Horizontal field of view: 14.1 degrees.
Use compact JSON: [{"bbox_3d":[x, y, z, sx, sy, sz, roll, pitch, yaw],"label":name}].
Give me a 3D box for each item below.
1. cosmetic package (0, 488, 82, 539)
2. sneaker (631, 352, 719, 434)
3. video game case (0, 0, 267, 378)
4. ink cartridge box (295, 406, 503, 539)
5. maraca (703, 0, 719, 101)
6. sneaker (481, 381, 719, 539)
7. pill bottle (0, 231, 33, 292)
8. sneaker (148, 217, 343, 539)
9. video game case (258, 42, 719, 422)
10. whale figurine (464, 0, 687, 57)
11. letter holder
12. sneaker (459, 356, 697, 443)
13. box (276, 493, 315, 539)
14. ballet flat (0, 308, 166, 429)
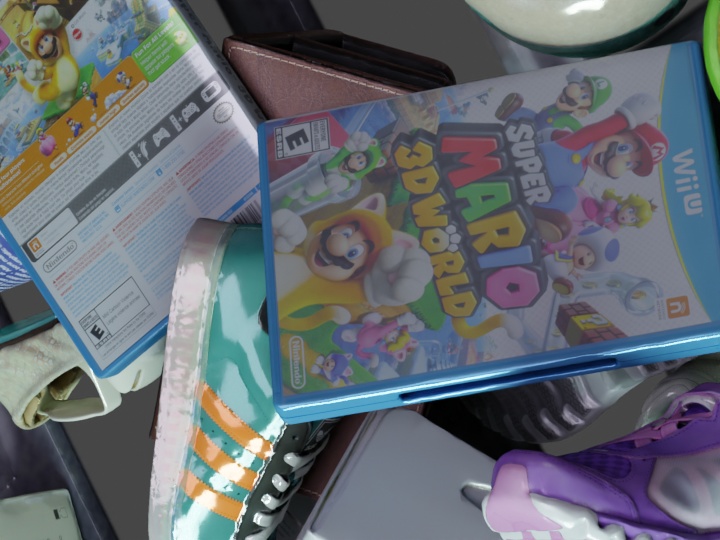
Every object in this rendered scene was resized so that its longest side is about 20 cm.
[{"bbox_3d":[-0.248,0.185,1.552,0.199,0.103,0.088,-18,85,32],"label":"cosmetic package"},{"bbox_3d":[0.134,0.133,1.325,0.075,0.092,0.201,14,102,29],"label":"sneaker"},{"bbox_3d":[-0.125,-0.071,1.375,0.143,0.018,0.201,-39,79,23],"label":"video game case"},{"bbox_3d":[0.025,0.170,1.325,0.145,0.084,0.200,29,142,3],"label":"ink cartridge box"},{"bbox_3d":[0.239,-0.121,1.234,0.200,0.107,0.137,-37,88,3],"label":"maraca"},{"bbox_3d":[0.137,0.086,1.229,0.080,0.199,0.089,4,84,56],"label":"sneaker"},{"bbox_3d":[-0.189,-0.046,1.487,0.199,0.111,0.112,-19,85,30],"label":"pill bottle"},{"bbox_3d":[-0.047,0.079,1.327,0.079,0.071,0.201,9,108,15],"label":"sneaker"},{"bbox_3d":[0.057,-0.017,1.253,0.199,0.018,0.144,-10,60,10],"label":"video game case"},{"bbox_3d":[0.123,-0.185,1.311,0.159,0.104,0.200,39,89,23],"label":"whale figurine"},{"bbox_3d":[0.000,0.000,1.388,0.141,0.100,0.201,17,104,26],"label":"letter holder"},{"bbox_3d":[0.115,0.023,1.342,0.200,0.082,0.075,-20,101,49],"label":"sneaker"},{"bbox_3d":[-0.084,0.173,1.458,0.041,0.039,0.200,45,131,11],"label":"box"},{"bbox_3d":[-0.127,0.037,1.472,0.200,0.067,0.063,-23,94,54],"label":"ballet flat"}]
